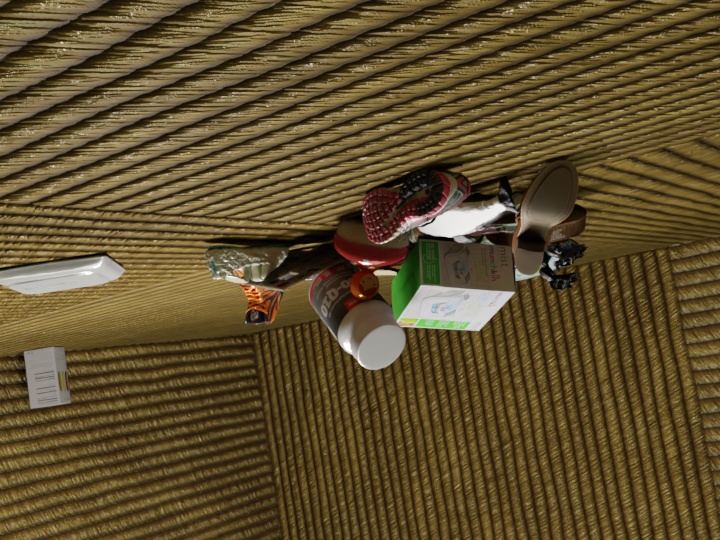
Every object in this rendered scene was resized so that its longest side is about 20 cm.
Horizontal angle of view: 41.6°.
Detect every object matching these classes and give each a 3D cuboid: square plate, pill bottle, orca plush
[{"bbox_3d":[-0.519,0.011,1.639,0.197,0.029,0.200,-9,174,-6],"label":"square plate"},{"bbox_3d":[-0.006,0.080,1.709,0.113,0.115,0.200,-6,-146,-27],"label":"pill bottle"},{"bbox_3d":[0.176,-0.113,1.537,0.105,0.071,0.200,38,145,-12],"label":"orca plush"}]

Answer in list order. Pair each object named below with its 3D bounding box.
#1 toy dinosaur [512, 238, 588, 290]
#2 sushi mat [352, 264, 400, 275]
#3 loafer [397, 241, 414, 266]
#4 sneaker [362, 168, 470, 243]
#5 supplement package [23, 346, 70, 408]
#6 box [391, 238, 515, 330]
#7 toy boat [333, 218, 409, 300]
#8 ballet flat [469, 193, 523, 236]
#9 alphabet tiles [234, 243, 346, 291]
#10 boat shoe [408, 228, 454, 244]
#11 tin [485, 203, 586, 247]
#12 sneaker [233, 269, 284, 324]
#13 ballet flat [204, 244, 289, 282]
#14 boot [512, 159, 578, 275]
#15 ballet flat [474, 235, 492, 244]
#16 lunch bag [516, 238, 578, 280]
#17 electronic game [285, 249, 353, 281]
[{"bbox_3d":[0.343,-0.031,1.776,0.200,0.136,0.102,-42,148,-12],"label":"toy dinosaur"},{"bbox_3d":[0.000,0.000,1.849,0.095,0.012,0.199,10,173,-39],"label":"sushi mat"},{"bbox_3d":[0.063,-0.045,1.826,0.199,0.070,0.070,13,-159,-35],"label":"loafer"},{"bbox_3d":[0.075,-0.090,1.373,0.074,0.081,0.199,-7,173,-40],"label":"sneaker"},{"bbox_3d":[-1.097,0.375,3.328,0.109,0.202,0.114,-9,175,2],"label":"supplement package"},{"bbox_3d":[0.164,0.028,1.726,0.175,0.097,0.200,5,155,-12],"label":"box"},{"bbox_3d":[0.014,-0.014,1.644,0.130,0.132,0.200,9,175,4],"label":"toy boat"},{"bbox_3d":[0.247,-0.102,1.655,0.199,0.069,0.071,-9,148,-9],"label":"ballet flat"},{"bbox_3d":[-0.115,-0.009,1.777,0.199,0.008,0.167,-27,-160,-34],"label":"alphabet tiles"},{"bbox_3d":[0.141,-0.068,1.722,0.062,0.075,0.200,-5,171,21],"label":"boat shoe"},{"bbox_3d":[0.322,-0.084,1.741,0.199,0.042,0.112,-13,-158,-20],"label":"tin"},{"bbox_3d":[-0.207,0.048,1.902,0.077,0.113,0.200,3,162,25],"label":"sneaker"},{"bbox_3d":[-0.201,-0.010,1.689,0.071,0.072,0.199,-14,174,35],"label":"ballet flat"},{"bbox_3d":[0.282,-0.108,1.489,0.073,0.201,0.155,19,-149,0],"label":"boot"},{"bbox_3d":[0.200,-0.045,1.829,0.072,0.072,0.200,-2,138,-53],"label":"ballet flat"},{"bbox_3d":[0.350,-0.039,2.066,0.169,0.128,0.200,-6,-177,-29],"label":"lunch bag"},{"bbox_3d":[-0.113,-0.013,1.981,0.198,0.042,0.200,-4,168,-1],"label":"electronic game"}]
